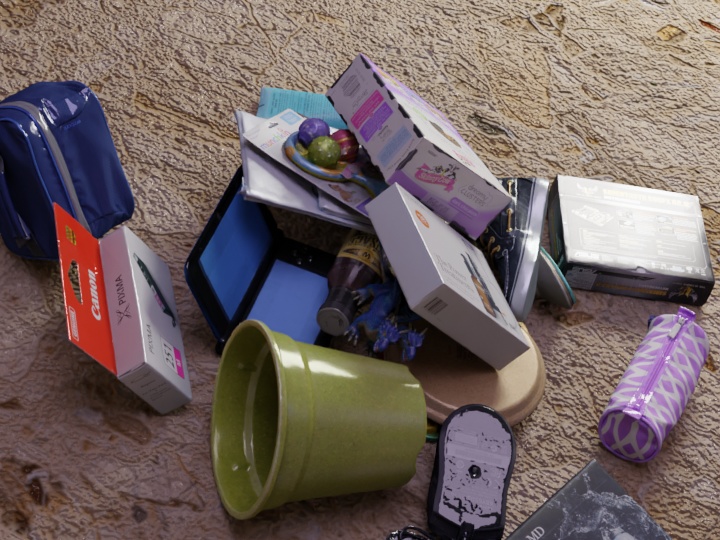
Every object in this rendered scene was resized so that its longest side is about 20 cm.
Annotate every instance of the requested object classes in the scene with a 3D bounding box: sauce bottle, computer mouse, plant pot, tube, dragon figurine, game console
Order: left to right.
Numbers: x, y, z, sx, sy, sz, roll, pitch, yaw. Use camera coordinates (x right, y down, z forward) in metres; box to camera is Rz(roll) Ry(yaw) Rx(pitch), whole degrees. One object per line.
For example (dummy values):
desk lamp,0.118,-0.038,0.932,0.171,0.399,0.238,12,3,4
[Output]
game console,-0.097,0.002,1.709,0.169,0.119,0.201,20,47,4
plant pot,-0.038,0.158,1.550,0.183,0.201,0.201,6,46,-25
tube,-0.038,-0.205,1.969,0.198,0.051,0.078,7,42,-2
sauce bottle,0.000,0.000,1.741,0.065,0.066,0.201,20,41,4
dragon figurine,0.040,0.033,1.641,0.059,0.099,0.201,41,42,-22
computer mouse,0.108,0.239,1.592,0.137,0.053,0.201,17,60,-2

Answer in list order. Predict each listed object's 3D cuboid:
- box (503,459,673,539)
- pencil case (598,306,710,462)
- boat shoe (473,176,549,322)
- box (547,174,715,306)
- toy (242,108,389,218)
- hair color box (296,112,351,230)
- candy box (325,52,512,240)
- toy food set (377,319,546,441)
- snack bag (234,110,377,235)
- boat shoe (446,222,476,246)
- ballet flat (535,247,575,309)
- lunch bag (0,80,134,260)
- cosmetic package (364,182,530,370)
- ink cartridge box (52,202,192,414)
box,0.221,0.332,1.468,0.200,0.118,0.196,45,53,14
pencil case,0.344,0.132,1.728,0.083,0.086,0.200,25,48,12
boat shoe,0.170,-0.028,1.784,0.090,0.071,0.202,6,55,10
box,0.344,-0.040,1.911,0.198,0.049,0.159,8,46,-8
toy,-0.026,-0.137,1.751,0.199,0.047,0.115,36,33,11
hair color box,-0.019,-0.114,1.876,0.199,0.061,0.100,25,47,8
candy box,0.067,-0.147,1.767,0.167,0.072,0.200,31,18,-40
toy food set,0.116,0.108,1.715,0.196,0.049,0.201,-3,49,-17
snack bag,-0.055,-0.122,1.773,0.198,0.022,0.189,14,36,-19
boat shoe,0.102,-0.041,1.840,0.072,0.065,0.201,42,56,-25
ballet flat,0.200,-0.017,1.855,0.063,0.068,0.201,-26,53,0
lunch bag,-0.359,-0.103,1.693,0.135,0.202,0.132,2,28,44
cosmetic package,0.098,0.009,1.651,0.200,0.052,0.151,35,23,-49
ink cartridge box,-0.257,0.032,1.612,0.043,0.174,0.201,-26,50,13
